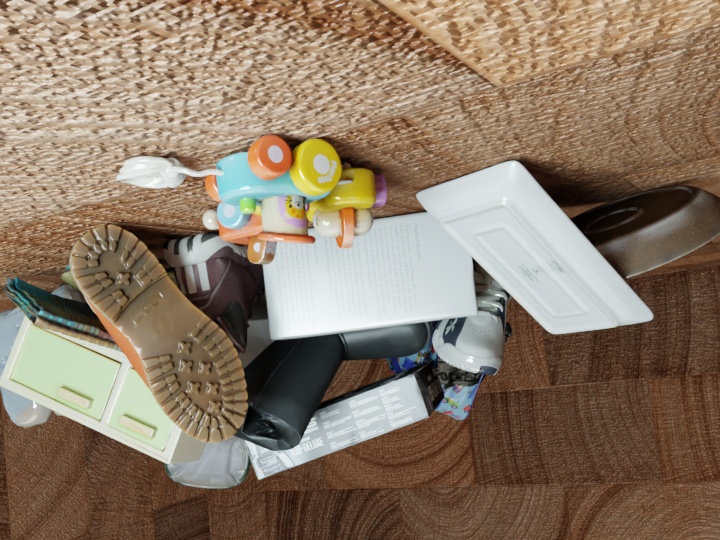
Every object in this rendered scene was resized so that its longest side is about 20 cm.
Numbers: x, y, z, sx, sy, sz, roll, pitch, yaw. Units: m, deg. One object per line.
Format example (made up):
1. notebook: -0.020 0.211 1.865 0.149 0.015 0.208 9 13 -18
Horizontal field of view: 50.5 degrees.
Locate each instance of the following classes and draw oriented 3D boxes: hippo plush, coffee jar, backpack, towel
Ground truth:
1. hippo plush: -0.380 0.107 0.954 0.197 0.162 0.161 -8 174 8
2. coffee jar: -0.183 0.197 0.976 0.103 0.087 0.200 6 -171 -5
3. backpack: 0.096 0.095 1.016 0.132 0.184 0.202 -1 130 -15
4. towel: -0.264 0.049 0.749 0.145 0.022 0.199 23 174 -32

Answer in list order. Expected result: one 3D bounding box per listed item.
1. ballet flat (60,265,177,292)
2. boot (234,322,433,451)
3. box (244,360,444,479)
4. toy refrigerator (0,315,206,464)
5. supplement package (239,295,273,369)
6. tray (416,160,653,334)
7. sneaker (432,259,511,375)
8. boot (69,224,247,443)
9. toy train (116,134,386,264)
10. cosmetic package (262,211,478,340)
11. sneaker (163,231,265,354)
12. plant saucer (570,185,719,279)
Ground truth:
1. ballet flat: -0.212 0.023 0.808 0.198 0.072 0.070 -2 173 -38
2. boot: -0.031 0.100 0.765 0.163 0.067 0.200 -1 -157 25
3. box: -0.011 0.164 0.854 0.198 0.050 0.158 -22 174 12
4. toy refrigerator: -0.237 0.109 0.724 0.198 0.077 0.070 20 175 17
5. supplement package: -0.167 0.097 0.933 0.118 0.123 0.200 -3 -169 -15
6. tray: 0.139 -0.004 0.614 0.200 0.022 0.107 41 147 -26
7. sneaker: 0.133 0.017 0.819 0.078 0.131 0.199 16 -158 10
8. boot: -0.169 0.053 0.640 0.075 0.201 0.107 -37 -167 -23
9. toy train: -0.061 -0.033 0.496 0.148 0.057 0.200 -9 174 13
10. cosmetic package: 0.010 0.006 0.739 0.197 0.103 0.071 -7 175 8
11. sneaker: -0.127 0.034 0.745 0.075 0.117 0.200 -12 173 14
12. plant saucer: 0.237 -0.034 0.706 0.198 0.032 0.200 -24 -170 4
